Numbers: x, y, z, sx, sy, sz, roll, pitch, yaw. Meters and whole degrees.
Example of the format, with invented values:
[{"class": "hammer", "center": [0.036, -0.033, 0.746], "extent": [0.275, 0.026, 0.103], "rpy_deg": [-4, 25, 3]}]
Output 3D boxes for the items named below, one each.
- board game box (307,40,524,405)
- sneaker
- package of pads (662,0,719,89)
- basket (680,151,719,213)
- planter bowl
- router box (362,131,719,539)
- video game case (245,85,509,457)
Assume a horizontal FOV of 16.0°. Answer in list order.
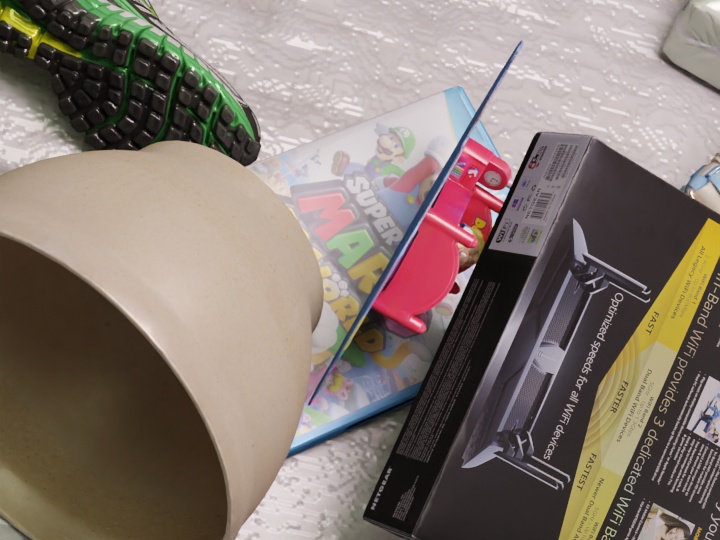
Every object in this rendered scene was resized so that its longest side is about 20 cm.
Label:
[{"class": "board game box", "center": [0.042, -0.014, 1.215], "extent": [0.039, 0.158, 0.200], "rpy_deg": [30, 62, -1]}, {"class": "sneaker", "center": [-0.125, -0.125, 1.296], "extent": [0.200, 0.078, 0.085], "rpy_deg": [43, 39, -4]}, {"class": "package of pads", "center": [0.289, -0.138, 1.433], "extent": [0.200, 0.068, 0.155], "rpy_deg": [32, 61, 0]}, {"class": "basket", "center": [0.271, -0.034, 1.317], "extent": [0.200, 0.139, 0.177], "rpy_deg": [-26, 83, 0]}, {"class": "planter bowl", "center": [-0.101, 0.024, 1.163], "extent": [0.200, 0.200, 0.135], "rpy_deg": [40, 52, 5]}, {"class": "router box", "center": [0.112, 0.059, 1.187], "extent": [0.157, 0.052, 0.200], "rpy_deg": [29, 82, -27]}, {"class": "video game case", "center": [0.000, 0.000, 1.296], "extent": [0.200, 0.018, 0.143], "rpy_deg": [-22, 77, -26]}]
